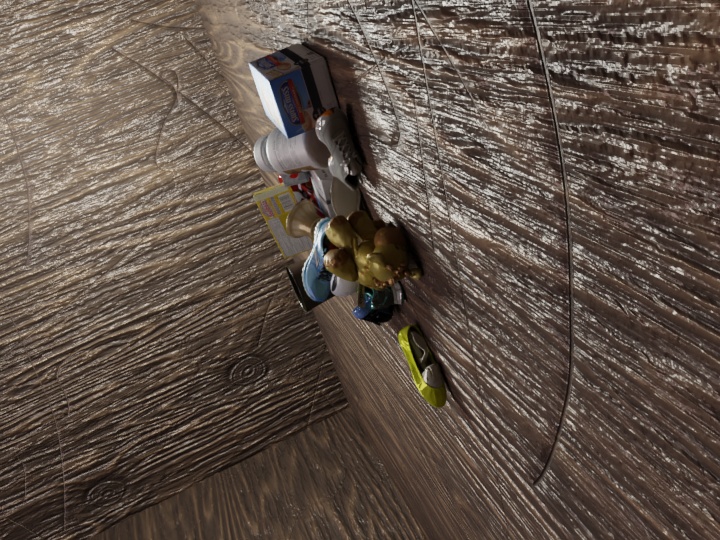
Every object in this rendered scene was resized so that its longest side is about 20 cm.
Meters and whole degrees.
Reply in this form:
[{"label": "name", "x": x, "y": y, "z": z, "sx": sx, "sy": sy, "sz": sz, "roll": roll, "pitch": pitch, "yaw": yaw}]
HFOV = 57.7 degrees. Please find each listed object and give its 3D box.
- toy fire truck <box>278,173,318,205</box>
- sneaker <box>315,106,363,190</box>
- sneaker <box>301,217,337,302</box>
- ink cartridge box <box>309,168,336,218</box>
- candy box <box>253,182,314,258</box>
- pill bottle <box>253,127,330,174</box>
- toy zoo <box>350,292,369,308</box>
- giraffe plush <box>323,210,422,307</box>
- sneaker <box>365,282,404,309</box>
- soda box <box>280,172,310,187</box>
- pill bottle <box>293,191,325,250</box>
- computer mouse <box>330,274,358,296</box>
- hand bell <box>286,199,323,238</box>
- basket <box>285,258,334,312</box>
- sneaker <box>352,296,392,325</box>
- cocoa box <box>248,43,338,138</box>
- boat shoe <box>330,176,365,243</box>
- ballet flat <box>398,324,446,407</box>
[{"label": "toy fire truck", "x": -0.137, "y": -0.222, "z": 1.877, "sx": 0.168, "sy": 0.112, "sz": 0.201, "roll": 42, "pitch": 161, "yaw": 22}, {"label": "sneaker", "x": -0.031, "y": -0.249, "z": 1.361, "sx": 0.092, "sy": 0.075, "sz": 0.201, "roll": 50, "pitch": 170, "yaw": 33}, {"label": "sneaker", "x": -0.086, "y": -0.023, "z": 1.541, "sx": 0.090, "sy": 0.077, "sz": 0.203, "roll": -156, "pitch": 74, "yaw": -69}, {"label": "ink cartridge box", "x": -0.079, "y": -0.222, "z": 1.647, "sx": 0.202, "sy": 0.066, "sz": 0.116, "roll": 77, "pitch": 166, "yaw": -47}, {"label": "candy box", "x": -0.198, "y": -0.133, "z": 1.745, "sx": 0.027, "sy": 0.101, "sz": 0.202, "roll": -80, "pitch": -30, "yaw": -57}, {"label": "pill bottle", "x": -0.155, "y": -0.285, "z": 1.531, "sx": 0.198, "sy": 0.114, "sz": 0.116, "roll": -2, "pitch": 117, "yaw": 43}, {"label": "toy zoo", "x": -0.001, "y": 0.047, "z": 1.768, "sx": 0.133, "sy": 0.020, "sz": 0.200, "roll": 67, "pitch": -168, "yaw": 12}, {"label": "giraffe plush", "x": 0.033, "y": -0.028, "z": 1.325, "sx": 0.161, "sy": 0.171, "sz": 0.203, "roll": -8, "pitch": 96, "yaw": 57}, {"label": "sneaker", "x": 0.025, "y": 0.009, "z": 1.554, "sx": 0.078, "sy": 0.090, "sz": 0.201, "roll": 82, "pitch": 162, "yaw": -54}, {"label": "soda box", "x": -0.166, "y": -0.298, "z": 1.718, "sx": 0.201, "sy": 0.067, "sz": 0.064, "roll": -88, "pitch": -17, "yaw": -55}, {"label": "pill bottle", "x": -0.167, "y": -0.146, "z": 1.820, "sx": 0.199, "sy": 0.113, "sz": 0.112, "roll": 36, "pitch": -179, "yaw": -21}, {"label": "computer mouse", "x": -0.015, "y": -0.013, "z": 1.474, "sx": 0.044, "sy": 0.108, "sz": 0.202, "roll": -122, "pitch": 37, "yaw": -48}, {"label": "hand bell", "x": -0.083, "y": -0.092, "z": 1.634, "sx": 0.199, "sy": 0.104, "sz": 0.105, "roll": 29, "pitch": 149, "yaw": 33}, {"label": "basket", "x": -0.098, "y": 0.013, "z": 1.892, "sx": 0.180, "sy": 0.198, "sz": 0.138, "roll": 44, "pitch": 156, "yaw": 62}, {"label": "sneaker", "x": 0.041, "y": 0.101, "z": 1.628, "sx": 0.078, "sy": 0.070, "sz": 0.200, "roll": 55, "pitch": -162, "yaw": 2}, {"label": "cocoa box", "x": -0.146, "y": -0.395, "z": 1.425, "sx": 0.200, "sy": 0.130, "sz": 0.135, "roll": -128, "pitch": 18, "yaw": -55}, {"label": "boat shoe", "x": -0.020, "y": -0.133, "z": 1.533, "sx": 0.060, "sy": 0.071, "sz": 0.203, "roll": 27, "pitch": -135, "yaw": -80}, {"label": "ballet flat", "x": 0.145, "y": 0.213, "z": 1.488, "sx": 0.202, "sy": 0.066, "sz": 0.067, "roll": 64, "pitch": 149, "yaw": 21}]
